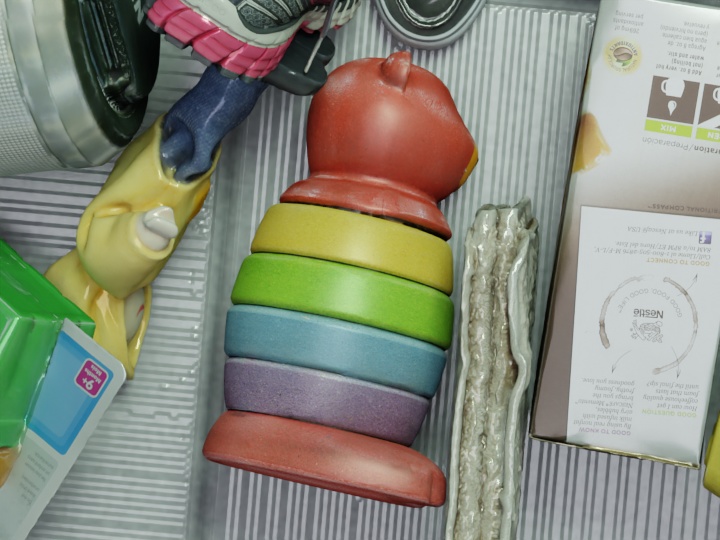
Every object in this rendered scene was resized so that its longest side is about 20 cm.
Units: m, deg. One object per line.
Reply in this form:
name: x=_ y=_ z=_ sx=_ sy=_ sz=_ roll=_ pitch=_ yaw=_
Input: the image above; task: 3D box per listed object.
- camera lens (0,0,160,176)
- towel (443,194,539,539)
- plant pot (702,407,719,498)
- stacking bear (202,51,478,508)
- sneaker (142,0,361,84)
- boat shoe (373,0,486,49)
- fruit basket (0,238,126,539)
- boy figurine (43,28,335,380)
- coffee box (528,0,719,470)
camera lens: x=-0.196 y=-0.118 z=1.039 sx=0.198 sy=0.160 sz=0.161 roll=-6 pitch=92 yaw=8
towel: x=0.061 y=0.068 z=1.077 sx=0.034 sy=0.133 sz=0.202 roll=5 pitch=95 yaw=6
plant pot: x=0.253 y=0.049 z=1.051 sx=0.175 sy=0.200 sz=0.202 roll=14 pitch=92 yaw=9
stacking bear: x=0.000 y=0.000 z=1.096 sx=0.113 sy=0.121 sz=0.202 roll=12 pitch=83 yaw=-4
sneaker: x=-0.028 y=-0.147 z=1.046 sx=0.080 sy=0.200 sz=0.075 roll=32 pitch=115 yaw=-3
boat shoe: x=0.049 y=-0.204 z=1.103 sx=0.069 sy=0.066 sz=0.202 roll=17 pitch=92 yaw=1
fruit basket: x=-0.221 y=0.073 z=1.089 sx=0.185 sy=0.094 sz=0.201 roll=39 pitch=99 yaw=26
boy figurine: x=-0.090 y=-0.031 z=1.090 sx=0.064 sy=0.125 sz=0.201 roll=30 pitch=111 yaw=-9
coffee box: x=0.131 y=-0.019 z=1.083 sx=0.079 sy=0.114 sz=0.202 roll=9 pitch=92 yaw=5
